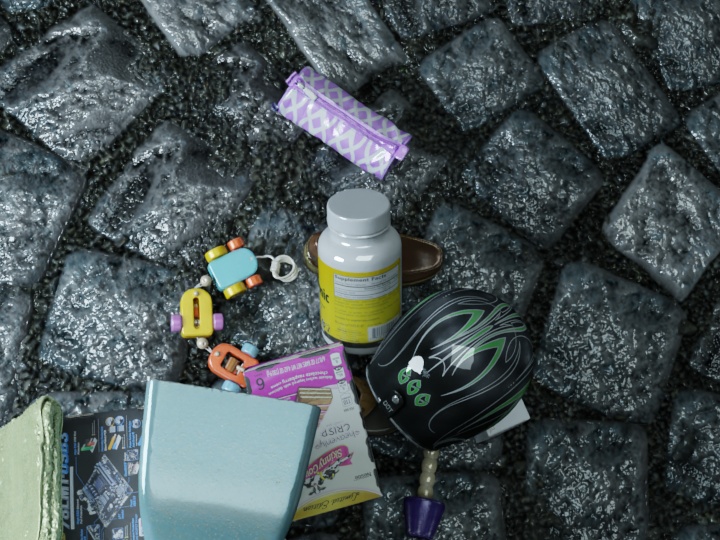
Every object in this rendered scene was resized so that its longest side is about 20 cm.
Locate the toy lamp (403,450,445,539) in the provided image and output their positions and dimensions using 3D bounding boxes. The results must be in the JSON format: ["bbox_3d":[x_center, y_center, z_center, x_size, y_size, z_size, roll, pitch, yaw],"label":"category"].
[{"bbox_3d":[0.094,0.254,1.535,0.058,0.058,0.202,12,73,-7],"label":"toy lamp"}]

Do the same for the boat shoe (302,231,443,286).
[{"bbox_3d":[0.022,-0.021,1.596,0.198,0.068,0.073,4,73,-9],"label":"boat shoe"}]

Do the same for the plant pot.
[{"bbox_3d":[-0.163,0.256,1.317,0.194,0.197,0.202,10,70,-5],"label":"plant pot"}]

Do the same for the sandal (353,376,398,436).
[{"bbox_3d":[-0.020,0.166,1.541,0.199,0.055,0.082,17,72,-5],"label":"sandal"}]

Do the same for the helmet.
[{"bbox_3d":[0.122,0.116,1.458,0.190,0.200,0.200,-40,83,15],"label":"helmet"}]

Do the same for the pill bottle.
[{"bbox_3d":[0.000,0.000,1.509,0.110,0.201,0.112,0,32,0],"label":"pill bottle"}]

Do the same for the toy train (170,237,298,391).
[{"bbox_3d":[-0.170,0.060,1.549,0.149,0.056,0.201,25,72,-7],"label":"toy train"}]

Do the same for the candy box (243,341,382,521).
[{"bbox_3d":[-0.061,0.206,1.481,0.135,0.061,0.202,-15,93,-2],"label":"candy box"}]

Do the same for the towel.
[{"bbox_3d":[-0.401,0.265,1.393,0.036,0.148,0.201,13,56,-39],"label":"towel"}]

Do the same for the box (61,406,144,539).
[{"bbox_3d":[-0.297,0.272,1.431,0.197,0.050,0.201,-8,63,-1],"label":"box"}]

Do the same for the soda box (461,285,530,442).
[{"bbox_3d":[0.154,0.127,1.580,0.068,0.064,0.201,-20,78,-15],"label":"soda box"}]

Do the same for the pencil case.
[{"bbox_3d":[-0.023,-0.211,1.636,0.199,0.086,0.084,32,73,-1],"label":"pencil case"}]
